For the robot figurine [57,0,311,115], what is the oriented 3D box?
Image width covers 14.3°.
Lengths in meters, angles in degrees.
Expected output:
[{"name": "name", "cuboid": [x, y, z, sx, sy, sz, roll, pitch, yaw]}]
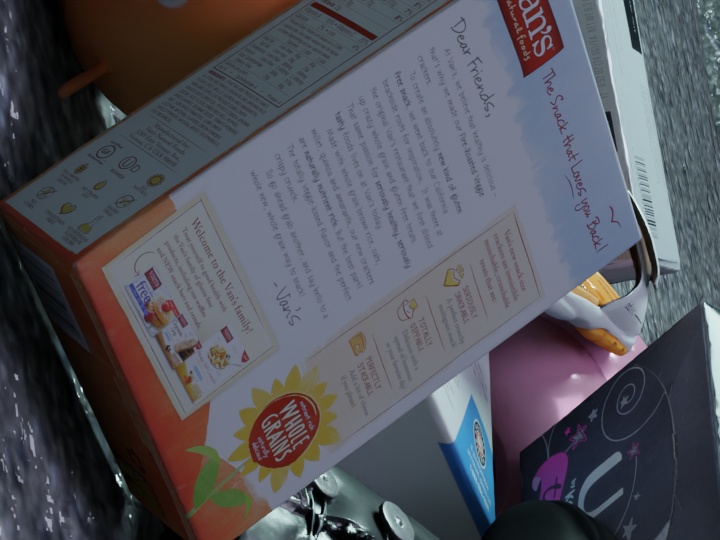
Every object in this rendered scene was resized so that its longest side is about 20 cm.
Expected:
[{"name": "robot figurine", "cuboid": [-0.034, -0.126, 1.025, 0.144, 0.116, 0.201, 53, 52, -49]}]

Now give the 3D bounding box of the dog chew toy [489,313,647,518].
[{"name": "dog chew toy", "cuboid": [0.081, 0.069, 1.351, 0.200, 0.124, 0.125, -21, 101, -61]}]

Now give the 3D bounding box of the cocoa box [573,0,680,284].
[{"name": "cocoa box", "cuboid": [0.082, -0.087, 1.522, 0.133, 0.130, 0.201, 7, 73, -76]}]

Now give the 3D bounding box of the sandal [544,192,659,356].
[{"name": "sandal", "cuboid": [0.098, -0.012, 1.256, 0.079, 0.059, 0.207, 46, 7, 13]}]

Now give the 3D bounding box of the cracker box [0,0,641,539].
[{"name": "cracker box", "cuboid": [-0.008, -0.016, 0.965, 0.058, 0.200, 0.134, 34, -27, 48]}]

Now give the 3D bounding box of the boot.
[{"name": "boot", "cuboid": [0.011, 0.104, 1.078, 0.199, 0.066, 0.165, 30, 22, -24]}]

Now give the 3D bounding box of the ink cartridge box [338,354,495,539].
[{"name": "ink cartridge box", "cuboid": [0.000, 0.000, 1.207, 0.145, 0.084, 0.201, 66, 19, -47]}]

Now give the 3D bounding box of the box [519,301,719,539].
[{"name": "box", "cuboid": [0.144, 0.139, 1.163, 0.114, 0.132, 0.201, 27, 42, -24]}]
